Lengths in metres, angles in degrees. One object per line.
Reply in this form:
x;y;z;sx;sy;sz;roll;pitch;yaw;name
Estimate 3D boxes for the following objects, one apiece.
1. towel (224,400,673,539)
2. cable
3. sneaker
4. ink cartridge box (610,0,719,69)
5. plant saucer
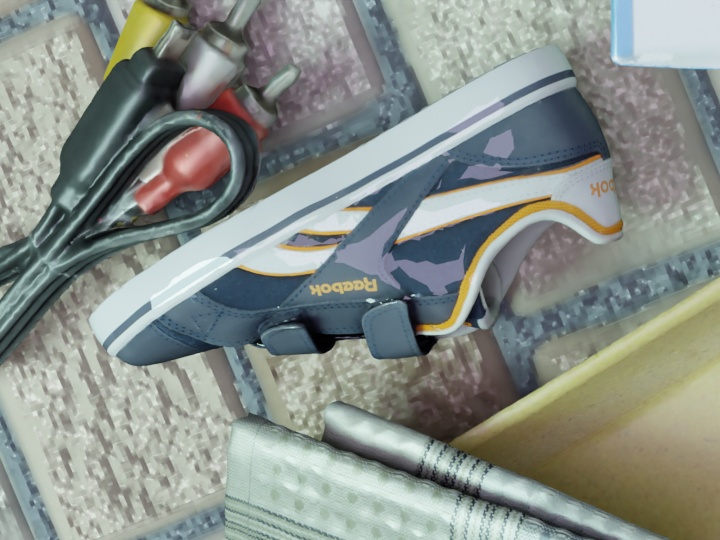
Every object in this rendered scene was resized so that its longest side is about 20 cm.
0.035;0.153;0.939;0.199;0.035;0.194;18;121;24;towel
-0.094;-0.016;0.971;0.097;0.050;0.200;48;114;28;cable
0.000;0.000;0.939;0.199;0.078;0.080;-28;88;14;sneaker
0.160;-0.143;0.822;0.145;0.200;0.148;1;98;13;ink cartridge box
0.145;0.108;0.939;0.199;0.048;0.201;-32;90;14;plant saucer
